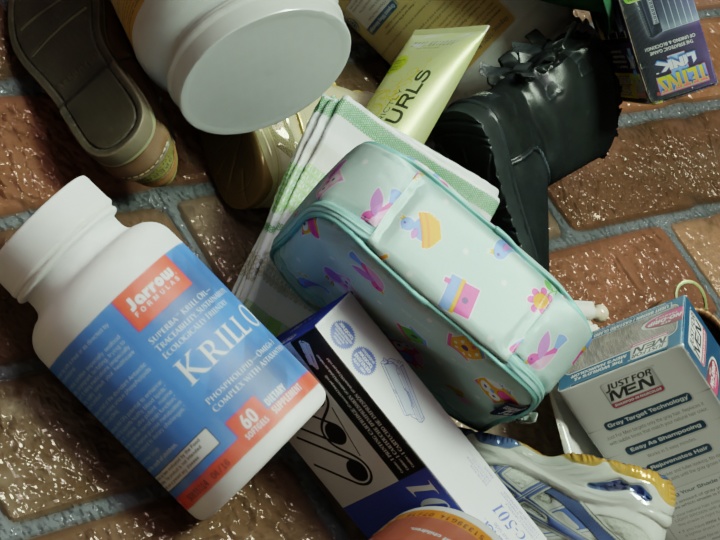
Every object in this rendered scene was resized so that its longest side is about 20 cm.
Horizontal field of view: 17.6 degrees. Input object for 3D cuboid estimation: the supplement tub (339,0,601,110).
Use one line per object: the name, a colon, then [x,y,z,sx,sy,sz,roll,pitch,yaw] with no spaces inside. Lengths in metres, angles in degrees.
supplement tub: [0.075,-0.209,1.808,0.200,0.145,0.145,45,36,0]

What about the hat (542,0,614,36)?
hat: [0.073,-0.239,1.703,0.166,0.175,0.201,60,11,-81]

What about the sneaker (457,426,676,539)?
sneaker: [0.100,0.154,1.490,0.075,0.199,0.089,24,79,-58]

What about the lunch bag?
lunch bag: [0.042,0.018,1.457,0.200,0.160,0.077,41,68,-5]

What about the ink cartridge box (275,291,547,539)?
ink cartridge box: [0.019,0.116,1.448,0.200,0.094,0.044,51,49,-6]

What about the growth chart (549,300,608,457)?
growth chart: [0.166,0.108,1.649,0.144,0.018,0.201,17,55,-53]

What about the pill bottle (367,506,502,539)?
pill bottle: [0.009,0.225,1.346,0.112,0.112,0.200,49,36,6]

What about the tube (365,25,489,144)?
tube: [0.018,-0.093,1.611,0.058,0.052,0.201,26,68,12]

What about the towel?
towel: [0.000,0.000,1.540,0.149,0.031,0.201,29,73,-18]

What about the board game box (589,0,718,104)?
board game box: [0.206,-0.212,1.742,0.200,0.056,0.166,-99,170,-84]

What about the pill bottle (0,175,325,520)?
pill bottle: [-0.126,0.043,1.392,0.200,0.112,0.112,45,36,0]

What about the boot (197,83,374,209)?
boot: [-0.050,-0.133,1.667,0.155,0.073,0.201,2,60,-42]

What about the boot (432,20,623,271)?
boot: [0.131,-0.070,1.697,0.162,0.073,0.199,-36,122,-42]

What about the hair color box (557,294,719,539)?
hair color box: [0.231,0.121,1.622,0.200,0.100,0.061,54,28,-26]

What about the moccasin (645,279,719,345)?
moccasin: [0.248,0.057,1.740,0.074,0.078,0.201,38,11,-3]

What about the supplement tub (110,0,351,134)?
supplement tub: [-0.100,-0.204,1.538,0.144,0.144,0.201,2,51,-43]

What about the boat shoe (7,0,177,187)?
boat shoe: [-0.179,-0.132,1.559,0.068,0.072,0.201,42,20,-53]
